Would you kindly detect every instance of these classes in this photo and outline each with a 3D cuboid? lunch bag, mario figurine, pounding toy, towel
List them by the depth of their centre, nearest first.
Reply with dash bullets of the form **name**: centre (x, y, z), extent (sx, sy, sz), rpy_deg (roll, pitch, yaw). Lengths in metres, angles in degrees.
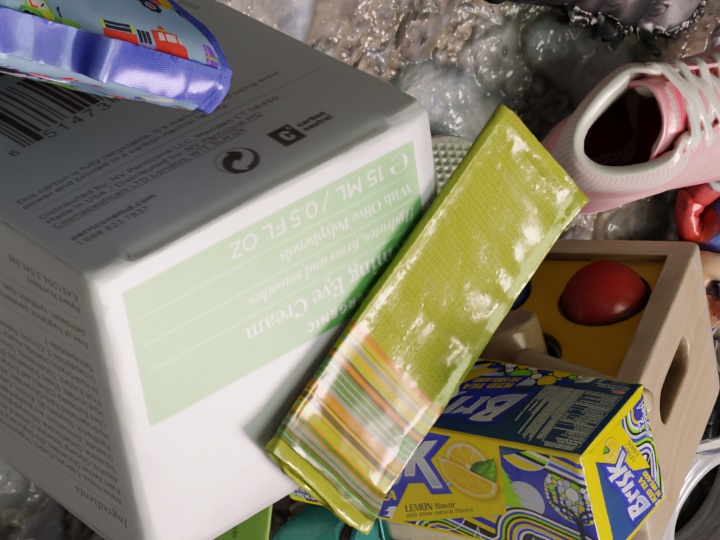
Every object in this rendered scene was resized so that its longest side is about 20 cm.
- **lunch bag**: centre (-0.157, -0.123, 1.129), extent (0.150, 0.200, 0.094), rpy_deg (14, 101, -42)
- **towel**: centre (0.034, 0.024, 1.217), extent (0.200, 0.018, 0.086), rpy_deg (-56, 138, -10)
- **pounding toy**: centre (0.103, 0.062, 1.396), extent (0.200, 0.183, 0.143), rpy_deg (-59, 143, -49)
- **mario figurine**: centre (0.238, -0.012, 1.578), extent (0.123, 0.106, 0.200), rpy_deg (35, 77, -10)

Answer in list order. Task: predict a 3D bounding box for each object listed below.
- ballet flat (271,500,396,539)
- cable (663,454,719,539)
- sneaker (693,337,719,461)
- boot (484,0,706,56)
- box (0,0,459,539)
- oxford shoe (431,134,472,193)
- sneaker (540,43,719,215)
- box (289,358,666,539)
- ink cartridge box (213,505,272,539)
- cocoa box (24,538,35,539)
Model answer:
- **ballet flat**: centre (-0.014, 0.146, 1.455), extent (0.200, 0.070, 0.068), rpy_deg (-36, 120, -74)
- **cable**: centre (0.214, 0.147, 1.664), extent (0.199, 0.069, 0.201), rpy_deg (13, 102, -43)
- **sneaker**: centre (0.158, 0.097, 1.547), extent (0.199, 0.078, 0.086), rpy_deg (-15, 148, 18)
- **boot**: centre (0.145, -0.218, 1.427), extent (0.162, 0.073, 0.199), rpy_deg (7, 113, -39)
- **box**: centre (-0.092, -0.001, 1.243), extent (0.199, 0.200, 0.172), rpy_deg (-29, 129, -29)
- **oxford shoe**: centre (0.000, 0.000, 1.426), extent (0.200, 0.075, 0.058), rpy_deg (-48, 175, -22)
- **sneaker**: centre (0.197, -0.091, 1.474), extent (0.199, 0.105, 0.076), rpy_deg (-23, 82, -8)
- **box**: centre (0.049, 0.088, 1.293), extent (0.064, 0.199, 0.070), rpy_deg (-41, 127, -40)
- **ink cartridge box**: centre (-0.097, 0.194, 1.374), extent (0.075, 0.148, 0.200), rpy_deg (10, 137, -4)
- **cocoa box**: centre (-0.203, 0.262, 1.310), extent (0.133, 0.131, 0.201), rpy_deg (-10, 117, -24)
